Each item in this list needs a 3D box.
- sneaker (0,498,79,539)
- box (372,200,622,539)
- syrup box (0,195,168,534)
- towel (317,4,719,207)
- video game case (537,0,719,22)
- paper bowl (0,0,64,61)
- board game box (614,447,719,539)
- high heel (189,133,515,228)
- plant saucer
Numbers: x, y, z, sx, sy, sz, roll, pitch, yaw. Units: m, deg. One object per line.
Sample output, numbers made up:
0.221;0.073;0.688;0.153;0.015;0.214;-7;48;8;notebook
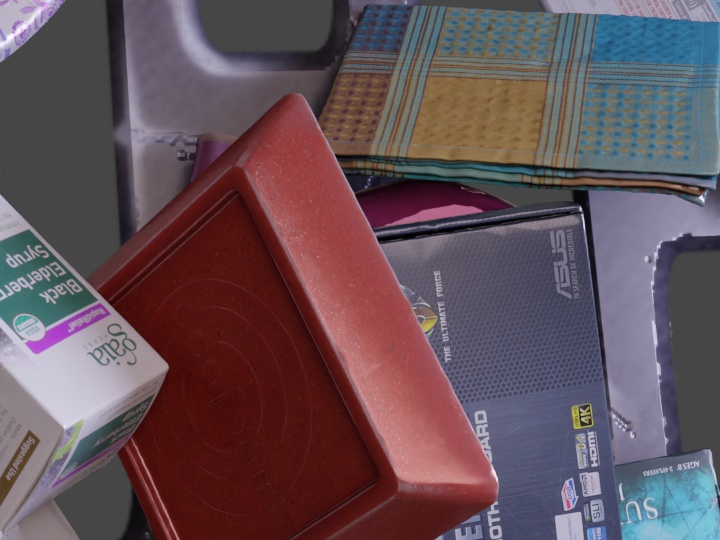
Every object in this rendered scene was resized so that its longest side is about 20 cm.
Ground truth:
-0.168;0.154;0.866;0.088;0.075;0.202;2;77;-24;sneaker
0.039;0.076;0.878;0.156;0.051;0.202;-8;95;-6;box
-0.191;0.014;0.844;0.200;0.082;0.079;43;36;11;syrup box
0.083;-0.087;0.919;0.198;0.022;0.147;4;39;13;towel
0.179;-0.180;0.983;0.181;0.022;0.201;-27;74;5;video game case
-0.202;-0.194;0.855;0.104;0.201;0.201;34;73;17;paper bowl
0.099;0.175;0.941;0.198;0.028;0.137;-9;81;-14;board game box
0.000;0.000;0.926;0.198;0.067;0.097;12;73;2;high heel
-0.054;0.056;0.834;0.037;0.200;0.201;-13;72;-48;plant saucer
